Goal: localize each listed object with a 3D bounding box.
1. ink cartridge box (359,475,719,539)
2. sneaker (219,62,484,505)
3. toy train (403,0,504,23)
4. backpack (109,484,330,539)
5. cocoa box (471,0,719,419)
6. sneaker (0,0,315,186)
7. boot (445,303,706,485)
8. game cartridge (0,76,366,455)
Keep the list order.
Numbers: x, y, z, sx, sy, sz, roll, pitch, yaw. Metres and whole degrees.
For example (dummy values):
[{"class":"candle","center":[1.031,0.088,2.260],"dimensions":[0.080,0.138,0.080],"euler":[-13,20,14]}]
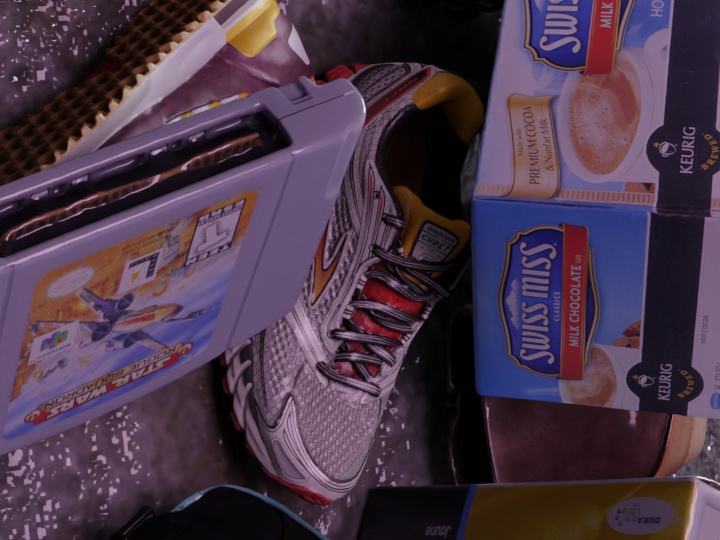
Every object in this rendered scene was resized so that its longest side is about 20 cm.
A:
[{"class":"ink cartridge box","center":[0.055,0.185,0.897],"dimensions":[0.047,0.197,0.201],"euler":[30,66,-35]},{"class":"sneaker","center":[0.000,0.000,0.938],"dimensions":[0.078,0.082,0.201],"euler":[25,70,-40]},{"class":"toy train","center":[-0.003,-0.147,0.972],"dimensions":[0.199,0.046,0.034],"euler":[14,77,-43]},{"class":"backpack","center":[-0.032,0.190,0.811],"dimensions":[0.175,0.199,0.154],"euler":[-27,121,-44]},{"class":"cocoa box","center":[0.122,-0.055,0.962],"dimensions":[0.134,0.130,0.201],"euler":[86,12,-49]},{"class":"sneaker","center":[-0.082,-0.037,0.868],"dimensions":[0.200,0.075,0.090],"euler":[-47,117,-34]},{"class":"boot","center":[0.108,0.012,1.047],"dimensions":[0.166,0.072,0.202],"euler":[-4,93,-46]},{"class":"game cartridge","center":[-0.094,0.006,0.813],"dimensions":[0.199,0.134,0.042],"euler":[-24,59,-31]}]
